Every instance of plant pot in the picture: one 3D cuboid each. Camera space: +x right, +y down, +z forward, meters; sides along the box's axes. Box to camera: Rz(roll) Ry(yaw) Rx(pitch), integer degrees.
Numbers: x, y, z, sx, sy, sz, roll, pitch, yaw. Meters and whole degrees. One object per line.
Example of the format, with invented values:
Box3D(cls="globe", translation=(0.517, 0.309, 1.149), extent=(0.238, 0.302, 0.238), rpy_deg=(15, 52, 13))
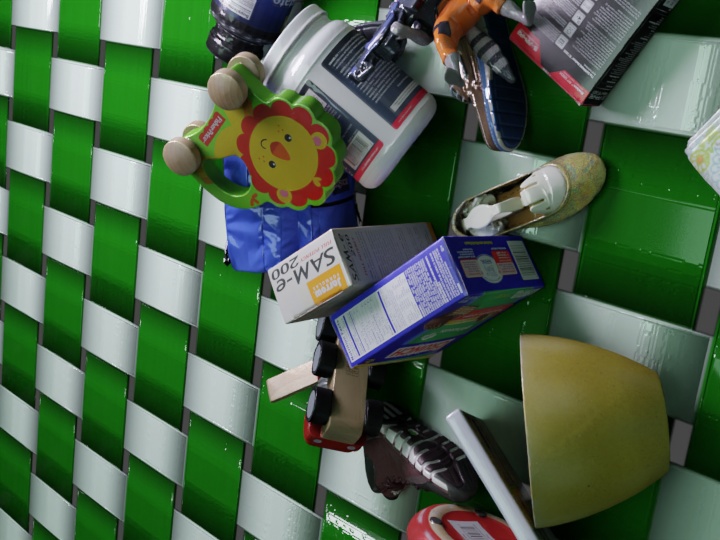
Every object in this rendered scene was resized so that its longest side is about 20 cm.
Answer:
Box3D(cls="plant pot", translation=(0.246, 0.164, 0.909), extent=(0.139, 0.200, 0.205), rpy_deg=(-5, 92, 13))
Box3D(cls="plant pot", translation=(0.124, 0.395, 1.023), extent=(0.198, 0.199, 0.186), rpy_deg=(25, 102, 36))

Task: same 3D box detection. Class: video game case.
Box3D(cls="video game case", translation=(0.170, 0.254, 0.980), extent=(0.022, 0.182, 0.202), rpy_deg=(-33, 70, 6))

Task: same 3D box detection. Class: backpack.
Box3D(cls="backpack", translation=(-0.090, -0.114, 1.165), extent=(0.164, 0.162, 0.205), rpy_deg=(2, 105, 28))

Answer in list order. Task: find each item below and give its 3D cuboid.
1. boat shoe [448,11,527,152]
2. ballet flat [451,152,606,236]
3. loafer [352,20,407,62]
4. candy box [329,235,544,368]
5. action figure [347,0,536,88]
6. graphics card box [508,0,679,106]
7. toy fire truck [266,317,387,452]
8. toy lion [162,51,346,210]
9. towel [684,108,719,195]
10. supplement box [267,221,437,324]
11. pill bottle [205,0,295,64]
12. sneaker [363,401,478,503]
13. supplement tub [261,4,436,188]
Box3D(cls="boat shoe", translation=(0.144, -0.231, 1.020), extent=(0.072, 0.071, 0.205), rpy_deg=(-18, 73, 45))
Box3D(cls="ballet flat", translation=(0.187, -0.079, 0.996), extent=(0.198, 0.070, 0.072), rpy_deg=(-22, 81, 40))
Box3D(cls="loafer", translation=(-0.015, -0.286, 1.154), extent=(0.198, 0.063, 0.072), rpy_deg=(-21, 113, 37))
Box3D(cls="candy box", translation=(0.090, 0.038, 1.025), extent=(0.199, 0.167, 0.078), rpy_deg=(-35, 69, 38))
Box3D(cls="action figure", translation=(0.085, -0.263, 0.966), extent=(0.201, 0.104, 0.194), rpy_deg=(-49, 42, 13))
Box3D(cls="graphics card box", translation=(0.263, -0.293, 0.916), extent=(0.126, 0.050, 0.202), rpy_deg=(50, 125, 26))
Box3D(cls="toy fire truck", translation=(-0.054, 0.165, 1.185), extent=(0.201, 0.126, 0.179), rpy_deg=(121, 158, -54))
Box3D(cls="toy lion", translation=(-0.118, -0.144, 1.040), extent=(0.191, 0.069, 0.200), rpy_deg=(43, 129, -7))
Box3D(cls="towel", translation=(0.423, -0.107, 0.802), extent=(0.202, 0.048, 0.172), rpy_deg=(55, 129, 22))
Box3D(cls="supplement box", translation=(0.000, 0.000, 1.078), extent=(0.125, 0.198, 0.075), rpy_deg=(-30, 76, 38))
Box3D(cls="pill bottle", translation=(-0.146, -0.395, 1.221), extent=(0.112, 0.111, 0.202), rpy_deg=(44, 121, 28))
Box3D(cls="sneaker", translation=(0.071, 0.270, 1.139), extent=(0.199, 0.074, 0.118), rpy_deg=(36, 122, 44))
Box3D(cls="supplement tub", translation=(-0.017, -0.214, 1.067), extent=(0.199, 0.141, 0.141), rpy_deg=(40, 122, -2))
